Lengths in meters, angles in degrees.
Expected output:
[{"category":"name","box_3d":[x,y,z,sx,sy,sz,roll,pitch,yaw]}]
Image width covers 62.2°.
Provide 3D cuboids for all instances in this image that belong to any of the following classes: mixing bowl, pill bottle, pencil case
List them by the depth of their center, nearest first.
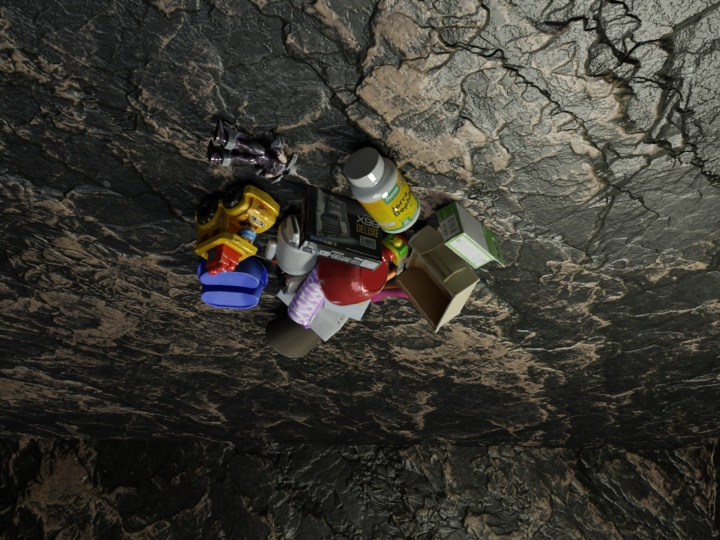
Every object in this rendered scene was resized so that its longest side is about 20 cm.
[{"category":"pill bottle","box_3d":[0.047,-0.179,1.322,0.112,0.114,0.200,-14,145,23]},{"category":"mixing bowl","box_3d":[0.000,0.000,1.509,0.108,0.202,0.200,11,163,44]},{"category":"pencil case","box_3d":[-0.123,0.064,1.606,0.083,0.086,0.201,-4,138,-45]}]

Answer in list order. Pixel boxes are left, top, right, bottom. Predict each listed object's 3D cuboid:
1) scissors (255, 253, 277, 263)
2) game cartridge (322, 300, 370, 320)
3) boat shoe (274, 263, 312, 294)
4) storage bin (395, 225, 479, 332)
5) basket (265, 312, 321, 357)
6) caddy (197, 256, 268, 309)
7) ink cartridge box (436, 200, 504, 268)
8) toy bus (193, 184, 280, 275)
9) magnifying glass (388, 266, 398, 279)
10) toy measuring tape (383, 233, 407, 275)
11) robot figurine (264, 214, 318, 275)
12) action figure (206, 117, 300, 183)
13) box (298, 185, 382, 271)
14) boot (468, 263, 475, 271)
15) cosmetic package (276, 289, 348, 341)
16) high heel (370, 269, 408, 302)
[{"category":"scissors","box_3d":[-0.240,-0.029,1.618,0.198,0.074,0.014,4,137,-3]},{"category":"game cartridge","box_3d":[-0.022,0.036,1.653,0.132,0.042,0.201,18,113,-21]},{"category":"boat shoe","box_3d":[-0.145,-0.005,1.667,0.198,0.093,0.075,-15,146,-31]},{"category":"storage bin","box_3d":[0.189,0.020,1.542,0.093,0.199,0.201,-30,158,-21]},{"category":"basket","box_3d":[-0.178,0.176,1.904,0.179,0.137,0.200,17,142,-33]},{"category":"caddy","box_3d":[-0.362,0.025,1.681,0.198,0.105,0.142,5,127,-6]},{"category":"ink cartridge box","box_3d":[0.276,-0.077,1.489,0.059,0.105,0.199,-31,138,29]},{"category":"toy bus","box_3d":[-0.300,-0.082,1.415,0.199,0.194,0.135,-21,142,29]},{"category":"magnifying glass","box_3d":[0.032,0.047,1.718,0.199,0.023,0.080,-35,161,13]},{"category":"toy measuring tape","box_3d":[0.088,-0.048,1.594,0.073,0.074,0.200,0,160,1]},{"category":"robot figurine","box_3d":[-0.159,-0.063,1.516,0.168,0.114,0.201,-5,151,-14]},{"category":"action figure","box_3d":[-0.217,-0.247,1.264,0.198,0.070,0.130,14,139,-28]},{"category":"box","box_3d":[-0.044,-0.099,1.414,0.198,0.159,0.050,16,146,-22]},{"category":"boot","box_3d":[0.240,-0.007,1.648,0.163,0.066,0.201,-9,151,2]},{"category":"cosmetic package","box_3d":[-0.136,0.099,1.735,0.200,0.071,0.101,44,139,-4]},{"category":"high heel","box_3d":[0.102,0.077,1.745,0.097,0.067,0.200,55,139,-1]}]
